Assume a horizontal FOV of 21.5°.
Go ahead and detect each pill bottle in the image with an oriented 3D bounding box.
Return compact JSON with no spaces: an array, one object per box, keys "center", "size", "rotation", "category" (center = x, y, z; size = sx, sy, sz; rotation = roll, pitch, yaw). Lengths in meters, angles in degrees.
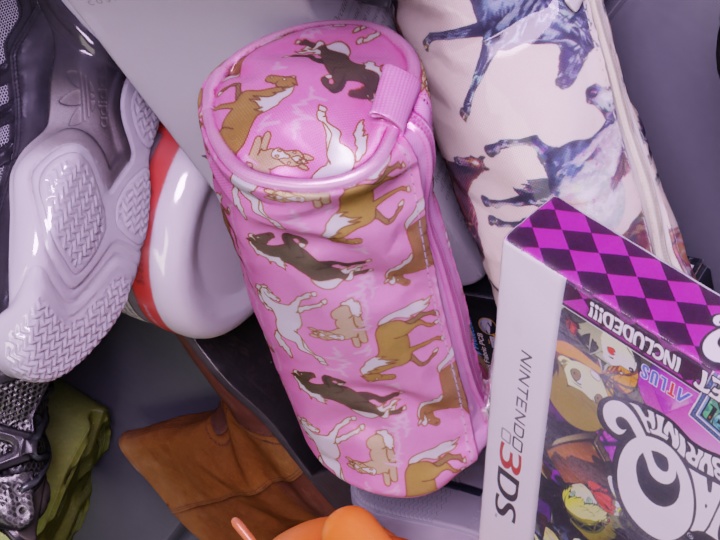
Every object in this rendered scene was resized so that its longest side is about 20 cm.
[{"center":[-0.133,-0.052,0.867],"size":[0.198,0.116,0.117],"rotation":[19,138,24],"category":"pill bottle"}]

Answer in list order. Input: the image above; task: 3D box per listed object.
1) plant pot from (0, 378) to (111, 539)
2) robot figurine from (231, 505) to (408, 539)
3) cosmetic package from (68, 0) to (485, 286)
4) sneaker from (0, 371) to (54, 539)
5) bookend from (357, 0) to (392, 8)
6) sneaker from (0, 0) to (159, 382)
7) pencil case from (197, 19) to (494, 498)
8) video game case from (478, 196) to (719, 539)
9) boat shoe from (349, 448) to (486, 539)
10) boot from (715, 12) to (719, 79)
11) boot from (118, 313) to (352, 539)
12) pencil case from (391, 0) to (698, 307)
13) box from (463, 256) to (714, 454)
[{"center":[-0.249,0.102,1.081],"size":[0.188,0.201,0.201],"rotation":[21,140,2],"category":"plant pot"},{"center":[0.017,0.175,0.795],"size":[0.199,0.117,0.144],"rotation":[25,174,35],"category":"robot figurine"},{"center":[-0.024,-0.079,0.745],"size":[0.101,0.075,0.200],"rotation":[-6,139,33],"category":"cosmetic package"},{"center":[-0.173,0.062,0.975],"size":[0.114,0.199,0.076],"rotation":[47,179,-9],"category":"sneaker"},{"center":[-0.055,-0.208,0.561],"size":[0.197,0.093,0.201],"rotation":[16,127,-4],"category":"bookend"},{"center":[-0.145,-0.054,0.771],"size":[0.113,0.202,0.075],"rotation":[2,163,23],"category":"sneaker"},{"center":[0.000,0.000,0.708],"size":[0.201,0.086,0.083],"rotation":[72,175,-48],"category":"pencil case"},{"center":[0.125,0.094,0.639],"size":[0.199,0.036,0.182],"rotation":[34,143,30],"category":"video game case"},{"center":[0.085,0.127,0.837],"size":[0.199,0.072,0.071],"rotation":[18,146,40],"category":"boat shoe"},{"center":[0.179,-0.003,0.702],"size":[0.198,0.073,0.163],"rotation":[41,148,1],"category":"boot"},{"center":[-0.074,0.070,1.002],"size":[0.188,0.069,0.199],"rotation":[42,150,-15],"category":"boot"},{"center":[0.075,-0.043,0.704],"size":[0.089,0.078,0.202],"rotation":[-6,110,49],"category":"pencil case"},{"center":[0.093,0.076,0.863],"size":[0.158,0.046,0.201],"rotation":[9,133,33],"category":"box"}]
